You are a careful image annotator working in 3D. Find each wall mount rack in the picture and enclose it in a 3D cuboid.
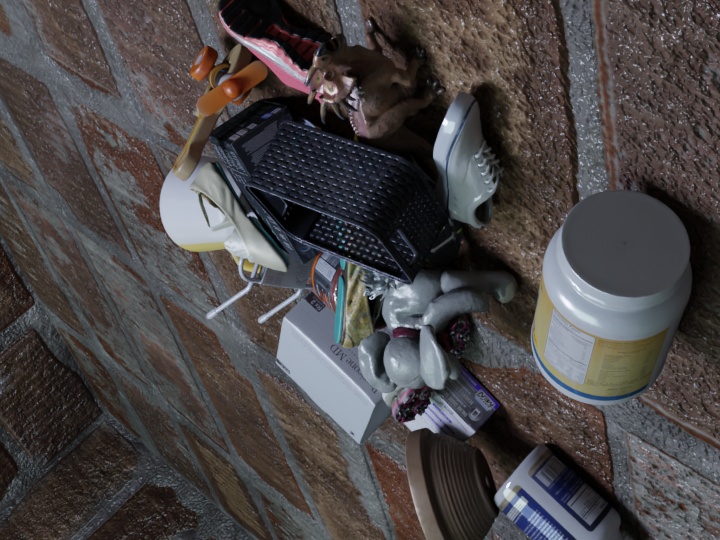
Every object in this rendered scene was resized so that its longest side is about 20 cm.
[{"bbox_3d":[-0.138,0.008,1.773,0.074,0.176,0.199,28,-169,37],"label":"wall mount rack"}]

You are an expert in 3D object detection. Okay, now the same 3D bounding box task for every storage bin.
[{"bbox_3d":[-0.015,-0.078,1.347,0.198,0.094,0.135,21,163,33],"label":"storage bin"}]

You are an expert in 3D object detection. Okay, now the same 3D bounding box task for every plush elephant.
[{"bbox_3d":[0.081,0.076,1.460,0.164,0.198,0.157,4,94,52],"label":"plush elephant"}]

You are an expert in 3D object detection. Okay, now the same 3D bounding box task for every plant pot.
[{"bbox_3d":[0.142,0.317,1.713,0.201,0.092,0.203,-19,-90,-77],"label":"plant pot"}]

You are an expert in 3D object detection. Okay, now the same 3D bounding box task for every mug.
[{"bbox_3d":[-0.192,-0.094,1.832,0.152,0.151,0.186,6,166,46],"label":"mug"}]

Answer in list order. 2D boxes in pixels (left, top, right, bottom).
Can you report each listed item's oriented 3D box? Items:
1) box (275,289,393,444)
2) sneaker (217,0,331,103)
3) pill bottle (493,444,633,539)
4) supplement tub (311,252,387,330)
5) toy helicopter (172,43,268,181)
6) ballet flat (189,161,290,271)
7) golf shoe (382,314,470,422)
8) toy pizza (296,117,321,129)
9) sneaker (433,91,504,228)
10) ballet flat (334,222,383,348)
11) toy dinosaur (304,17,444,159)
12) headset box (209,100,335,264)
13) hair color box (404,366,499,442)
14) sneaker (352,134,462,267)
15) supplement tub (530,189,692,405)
[{"bbox_3d":[-0.016,0.135,1.853,0.199,0.131,0.201,43,157,12],"label":"box"},{"bbox_3d":[-0.100,-0.265,1.443,0.199,0.074,0.087,39,157,22],"label":"sneaker"},{"bbox_3d":[0.292,0.350,1.662,0.200,0.111,0.111,42,157,15],"label":"pill bottle"},{"bbox_3d":[-0.009,0.014,1.647,0.107,0.106,0.200,54,175,-16],"label":"supplement tub"},{"bbox_3d":[-0.188,-0.207,1.544,0.078,0.202,0.132,31,160,-24],"label":"toy helicopter"},{"bbox_3d":[-0.174,-0.062,1.651,0.201,0.069,0.070,53,160,21],"label":"ballet flat"},{"bbox_3d":[0.080,0.118,1.662,0.093,0.072,0.201,58,131,34],"label":"golf shoe"},{"bbox_3d":[-0.021,-0.117,1.559,0.201,0.032,0.200,55,170,14],"label":"toy pizza"},{"bbox_3d":[0.123,-0.118,1.297,0.070,0.074,0.201,23,156,16],"label":"sneaker"},{"bbox_3d":[0.000,0.000,1.506,0.070,0.070,0.203,20,115,48],"label":"ballet flat"},{"bbox_3d":[0.010,-0.183,1.293,0.085,0.135,0.201,14,140,53],"label":"toy dinosaur"},{"bbox_3d":[-0.104,-0.116,1.601,0.201,0.092,0.174,59,170,-17],"label":"headset box"},{"bbox_3d":[0.128,0.210,1.800,0.109,0.065,0.200,46,159,8],"label":"hair color box"},{"bbox_3d":[0.054,-0.093,1.461,0.201,0.073,0.081,58,166,-7],"label":"sneaker"},{"bbox_3d":[0.249,0.029,1.188,0.144,0.144,0.201,37,155,23],"label":"supplement tub"}]
